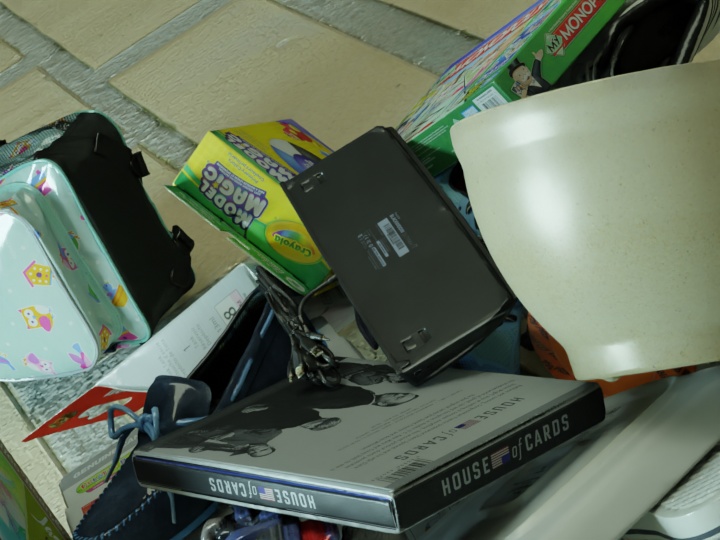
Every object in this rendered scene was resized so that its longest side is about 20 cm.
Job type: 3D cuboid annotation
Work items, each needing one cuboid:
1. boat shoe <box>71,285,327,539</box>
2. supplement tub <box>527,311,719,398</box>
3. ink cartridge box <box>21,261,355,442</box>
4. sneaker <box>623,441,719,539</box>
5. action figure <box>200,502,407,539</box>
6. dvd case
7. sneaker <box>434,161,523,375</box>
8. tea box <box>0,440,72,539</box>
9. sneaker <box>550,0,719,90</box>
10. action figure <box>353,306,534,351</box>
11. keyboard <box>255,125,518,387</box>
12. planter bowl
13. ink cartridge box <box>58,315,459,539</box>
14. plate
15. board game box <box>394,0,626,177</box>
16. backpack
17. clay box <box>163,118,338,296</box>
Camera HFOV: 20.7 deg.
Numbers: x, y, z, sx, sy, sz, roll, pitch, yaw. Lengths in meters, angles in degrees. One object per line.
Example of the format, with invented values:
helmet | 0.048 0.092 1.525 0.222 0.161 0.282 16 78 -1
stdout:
boat shoe | -0.100 0.084 1.097 0.084 0.069 0.200 -6 34 40
supplement tub | 0.185 -0.016 1.119 0.122 0.123 0.200 0 39 44
ink cartridge box | -0.101 0.063 1.284 0.200 0.057 0.162 -42 -12 19
sneaker | 0.171 0.125 0.952 0.078 0.079 0.200 -38 4 0
action figure | -0.055 0.175 0.972 0.193 0.105 0.200 -32 12 10
dvd case | 0.001 0.083 0.996 0.150 0.025 0.200 -23 18 -39
sneaker | 0.062 -0.005 1.128 0.090 0.078 0.200 -56 25 36
tea box | -0.225 0.198 1.064 0.133 0.200 0.197 -30 27 1
sneaker | 0.132 -0.105 1.159 0.201 0.076 0.115 -48 -4 19
action figure | 0.098 0.002 1.244 0.200 0.069 0.130 -12 24 24
keyboard | 0.000 0.000 1.088 0.127 0.021 0.200 -31 39 -1
planter bowl | 0.152 -0.020 0.951 0.200 0.135 0.200 -9 -2 0
ink cartridge box | -0.062 0.134 1.146 0.200 0.084 0.176 -31 26 -5
plate | 0.093 0.115 0.985 0.200 0.032 0.200 -38 2 -25
board game box | 0.075 -0.109 1.178 0.135 0.029 0.200 -50 9 -30
backpack | -0.250 -0.005 1.476 0.200 0.176 0.153 -11 27 40
clay box | -0.042 -0.043 1.259 0.048 0.115 0.200 -54 -8 14
